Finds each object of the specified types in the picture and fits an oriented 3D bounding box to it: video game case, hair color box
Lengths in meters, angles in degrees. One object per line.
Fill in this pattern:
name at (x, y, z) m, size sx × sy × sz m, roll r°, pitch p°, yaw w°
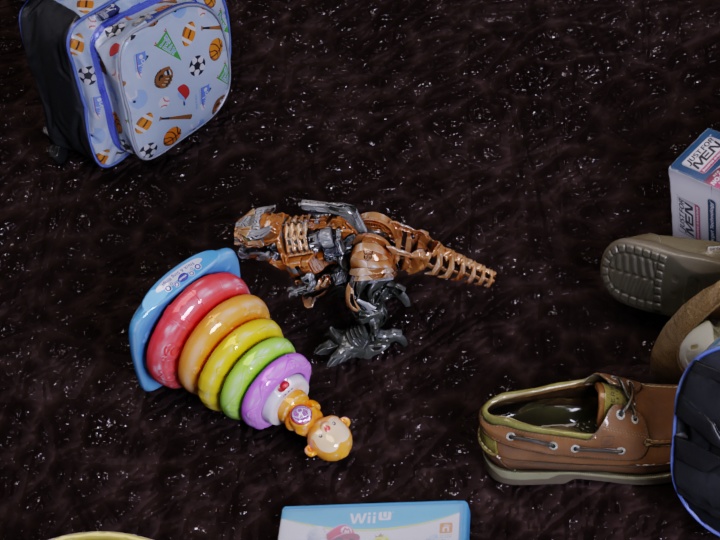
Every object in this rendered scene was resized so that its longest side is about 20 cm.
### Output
video game case at (0.003, 0.252, 1.214) m, size 0.143 × 0.018 × 0.200 m, roll -4°, pitch 46°, yaw 11°
hair color box at (0.343, -0.028, 1.345) m, size 0.200 × 0.100 × 0.061 m, roll 28°, pitch 57°, yaw 33°

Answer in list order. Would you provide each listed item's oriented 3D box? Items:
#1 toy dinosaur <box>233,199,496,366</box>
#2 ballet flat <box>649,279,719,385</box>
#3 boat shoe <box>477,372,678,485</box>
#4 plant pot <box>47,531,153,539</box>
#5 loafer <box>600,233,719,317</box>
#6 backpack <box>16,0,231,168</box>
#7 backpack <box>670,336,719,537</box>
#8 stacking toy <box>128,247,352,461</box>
toy dinosaur at (0.000, 0.000, 1.367) m, size 0.200 × 0.136 × 0.102 m, roll 22°, pitch 50°, yaw 18°
ballet flat at (0.287, 0.036, 1.250) m, size 0.200 × 0.068 × 0.072 m, roll -43°, pitch 19°, yaw 30°
boat shoe at (0.187, 0.115, 1.267) m, size 0.199 × 0.068 × 0.072 m, roll -10°, pitch 44°, yaw 2°
plant pot at (-0.168, 0.292, 1.116) m, size 0.199 × 0.142 × 0.200 m, roll -1°, pitch 56°, yaw 1°
loafer at (0.289, 0.012, 1.334) m, size 0.200 × 0.076 × 0.067 m, roll 23°, pitch 33°, yaw 21°
backpack at (-0.207, -0.208, 1.599) m, size 0.154 × 0.200 × 0.191 m, roll 25°, pitch 50°, yaw 26°
backpack at (0.322, 0.116, 1.161) m, size 0.200 × 0.183 × 0.147 m, roll 18°, pitch 30°, yaw 27°
stacking toy at (-0.082, 0.085, 1.351) m, size 0.116 × 0.110 × 0.200 m, roll -38°, pitch 61°, yaw -26°
